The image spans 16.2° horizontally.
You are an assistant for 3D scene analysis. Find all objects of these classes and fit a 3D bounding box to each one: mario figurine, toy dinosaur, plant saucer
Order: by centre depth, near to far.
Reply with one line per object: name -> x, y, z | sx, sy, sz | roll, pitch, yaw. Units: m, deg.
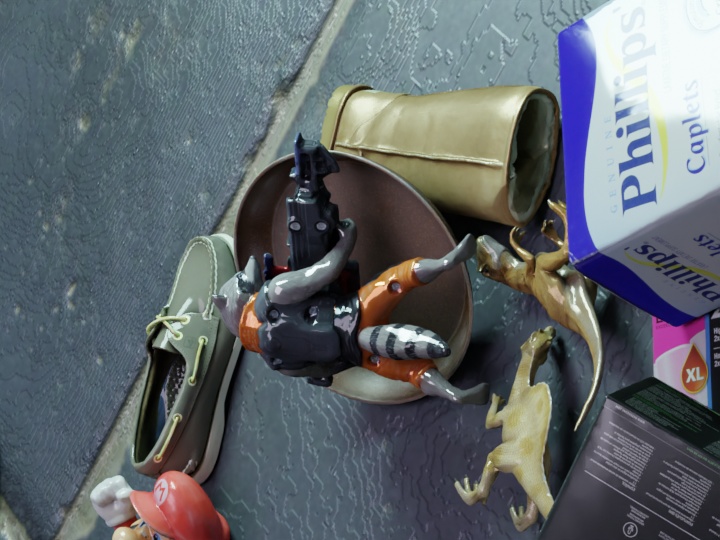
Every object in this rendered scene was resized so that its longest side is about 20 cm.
toy dinosaur -> 0.109, 0.126, 1.682 | 0.101, 0.058, 0.201 | 120, 153, -43
toy dinosaur -> 0.144, 0.017, 1.695 | 0.200, 0.060, 0.107 | 51, 125, 56
plant saucer -> 0.000, 0.000, 1.814 | 0.199, 0.034, 0.202 | 17, 125, 26
mario figurine -> -0.181, 0.241, 1.967 | 0.123, 0.106, 0.201 | 29, 115, 8

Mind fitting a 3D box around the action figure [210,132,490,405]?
action figure -> -0.015, 0.013, 1.745 | 0.192, 0.105, 0.201 | 0, 119, 23

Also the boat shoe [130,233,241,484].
boat shoe -> -0.138, 0.067, 2.003 | 0.072, 0.060, 0.203 | 4, 83, 49

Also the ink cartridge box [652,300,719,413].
ink cartridge box -> 0.231, 0.067, 1.599 | 0.094, 0.037, 0.202 | -15, 67, 46

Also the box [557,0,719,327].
box -> 0.228, -0.096, 1.564 | 0.199, 0.105, 0.185 | -30, 47, 39

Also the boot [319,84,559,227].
boot -> 0.045, -0.052, 1.821 | 0.199, 0.066, 0.177 | 9, 93, 46

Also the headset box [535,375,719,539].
headset box -> 0.191, 0.196, 1.511 | 0.173, 0.093, 0.201 | 29, 106, 20
